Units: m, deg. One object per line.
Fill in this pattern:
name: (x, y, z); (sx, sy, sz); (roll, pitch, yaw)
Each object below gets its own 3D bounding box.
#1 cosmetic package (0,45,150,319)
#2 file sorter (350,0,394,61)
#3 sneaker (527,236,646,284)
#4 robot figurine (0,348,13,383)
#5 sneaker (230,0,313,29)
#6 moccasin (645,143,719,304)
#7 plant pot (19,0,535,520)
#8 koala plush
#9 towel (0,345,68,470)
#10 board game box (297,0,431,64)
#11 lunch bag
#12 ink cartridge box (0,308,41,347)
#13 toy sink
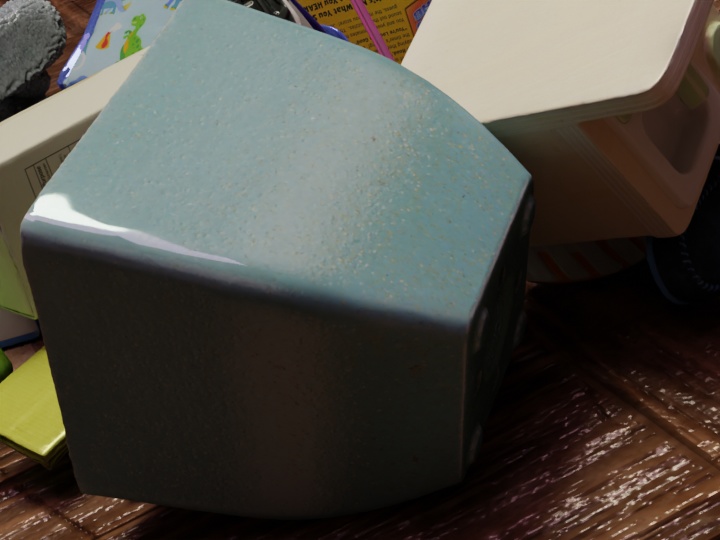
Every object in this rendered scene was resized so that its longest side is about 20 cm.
cosmetic package: (-0.163, -0.064, 0.989); (0.200, 0.105, 0.071); (-33, 30, -34)
file sorter: (0.069, -0.183, 1.050); (0.139, 0.126, 0.200); (-27, 2, 3)
sneaker: (0.167, -0.052, 0.935); (0.200, 0.078, 0.077); (-31, -4, -11)
robot figurine: (-0.312, 0.081, 0.966); (0.175, 0.116, 0.200); (-40, 27, -13)
sneaker: (-0.039, -0.120, 1.062); (0.074, 0.200, 0.079); (-34, 4, 22)
moccasin: (0.230, -0.051, 0.848); (0.200, 0.081, 0.068); (-40, 18, -35)
plant pot: (-0.022, 0.006, 0.775); (0.200, 0.196, 0.197); (13, 46, 15)
koala plush: (-0.359, -0.133, 1.391); (0.184, 0.178, 0.200); (-26, 16, -30)
towel: (-0.143, 0.041, 0.942); (0.086, 0.018, 0.200); (16, 48, 41)
board game box: (0.044, -0.268, 1.329); (0.200, 0.200, 0.200); (-14, 23, 15)
lunch bag: (-0.095, -0.137, 1.187); (0.170, 0.200, 0.128); (7, 66, 44)
ink cartridge box: (-0.301, -0.012, 1.200); (0.146, 0.084, 0.200); (-16, 24, 12)
toy sink: (0.124, -0.094, 0.817); (0.200, 0.112, 0.131); (-7, 50, 47)
